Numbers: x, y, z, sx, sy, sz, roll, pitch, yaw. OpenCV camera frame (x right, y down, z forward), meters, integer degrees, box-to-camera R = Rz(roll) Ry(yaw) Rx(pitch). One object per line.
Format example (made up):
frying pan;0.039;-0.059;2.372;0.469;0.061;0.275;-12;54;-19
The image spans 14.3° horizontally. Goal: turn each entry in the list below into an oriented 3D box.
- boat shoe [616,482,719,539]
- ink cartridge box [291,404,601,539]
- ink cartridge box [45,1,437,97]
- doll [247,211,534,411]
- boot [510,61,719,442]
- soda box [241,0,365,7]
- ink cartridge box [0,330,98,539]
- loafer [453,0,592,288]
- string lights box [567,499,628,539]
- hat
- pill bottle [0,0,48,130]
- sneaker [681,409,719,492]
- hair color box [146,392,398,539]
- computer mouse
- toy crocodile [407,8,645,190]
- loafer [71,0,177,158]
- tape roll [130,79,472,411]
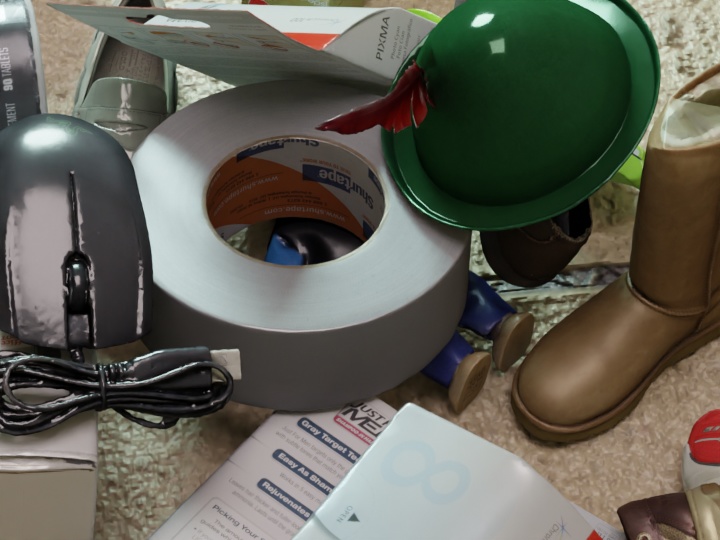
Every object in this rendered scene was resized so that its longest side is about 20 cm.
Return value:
boat shoe;0.172;0.213;1.502;0.072;0.072;0.201;-8;75;2
ink cartridge box;0.060;0.171;1.453;0.199;0.047;0.160;24;54;27
ink cartridge box;-0.058;-0.143;1.670;0.159;0.200;0.048;6;81;39
doll;0.000;0.000;1.681;0.200;0.049;0.136;37;58;22
boot;0.160;-0.013;1.605;0.175;0.200;0.066;-37;64;-27
soda box;-0.003;-0.233;1.846;0.064;0.068;0.200;24;55;13
ink cartridge box;-0.185;0.061;1.561;0.084;0.146;0.201;2;53;-6
loafer;0.106;-0.094;1.666;0.073;0.071;0.201;-2;80;-36
string lights box;0.046;0.198;1.526;0.102;0.059;0.200;29;56;18
hat;0.057;-0.130;1.527;0.165;0.176;0.200;-30;47;8
pill bottle;-0.288;-0.102;1.705;0.199;0.106;0.107;-8;53;-8
sneaker;0.278;0.101;1.608;0.199;0.077;0.085;1;47;-4
hair color box;-0.044;0.152;1.555;0.100;0.061;0.200;33;58;20
computer mouse;-0.145;-0.012;1.499;0.138;0.053;0.201;-4;55;-19
toy crocodile;0.097;-0.102;1.756;0.200;0.067;0.062;35;92;21
loafer;-0.146;-0.087;1.724;0.069;0.070;0.201;3;53;-1
tape roll;-0.037;-0.017;1.617;0.199;0.066;0.201;1;45;-1
